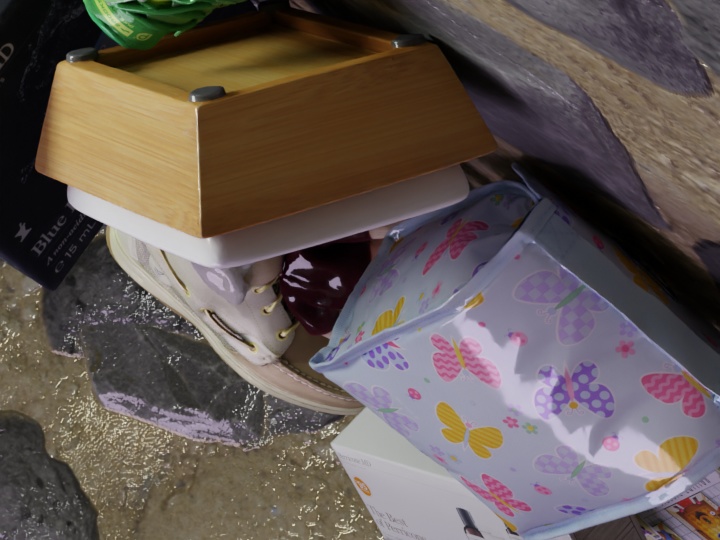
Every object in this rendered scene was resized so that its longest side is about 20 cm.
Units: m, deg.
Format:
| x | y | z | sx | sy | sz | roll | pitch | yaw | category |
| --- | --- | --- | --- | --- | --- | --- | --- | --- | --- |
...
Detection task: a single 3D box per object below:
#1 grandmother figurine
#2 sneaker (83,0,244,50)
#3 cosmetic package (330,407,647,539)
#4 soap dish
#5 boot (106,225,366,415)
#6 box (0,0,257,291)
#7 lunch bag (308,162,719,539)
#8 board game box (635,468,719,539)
| x | y | z | sx | sy | sz | roll | pitch | yaw | category |
| --- | --- | --- | --- | --- | --- | --- | --- | --- | --- |
| 0.000 | 0.000 | 1.683 | 0.199 | 0.121 | 0.061 | 9 | -140 | -13 | grandmother figurine |
| -0.084 | -0.139 | 1.417 | 0.074 | 0.084 | 0.200 | 38 | 174 | -14 | sneaker |
| 0.074 | 0.133 | 1.744 | 0.200 | 0.051 | 0.083 | 12 | 136 | 50 | cosmetic package |
| -0.051 | -0.070 | 1.439 | 0.200 | 0.157 | 0.081 | 21 | 124 | 60 | soap dish |
| -0.049 | 0.000 | 1.775 | 0.200 | 0.072 | 0.155 | 36 | 153 | -3 | boot |
| -0.182 | -0.123 | 1.582 | 0.117 | 0.197 | 0.200 | 33 | 174 | 27 | box |
| 0.101 | 0.039 | 1.552 | 0.169 | 0.127 | 0.200 | 38 | 154 | -14 | lunch bag |
| 0.187 | 0.122 | 1.669 | 0.105 | 0.023 | 0.200 | 41 | 152 | -6 | board game box |
